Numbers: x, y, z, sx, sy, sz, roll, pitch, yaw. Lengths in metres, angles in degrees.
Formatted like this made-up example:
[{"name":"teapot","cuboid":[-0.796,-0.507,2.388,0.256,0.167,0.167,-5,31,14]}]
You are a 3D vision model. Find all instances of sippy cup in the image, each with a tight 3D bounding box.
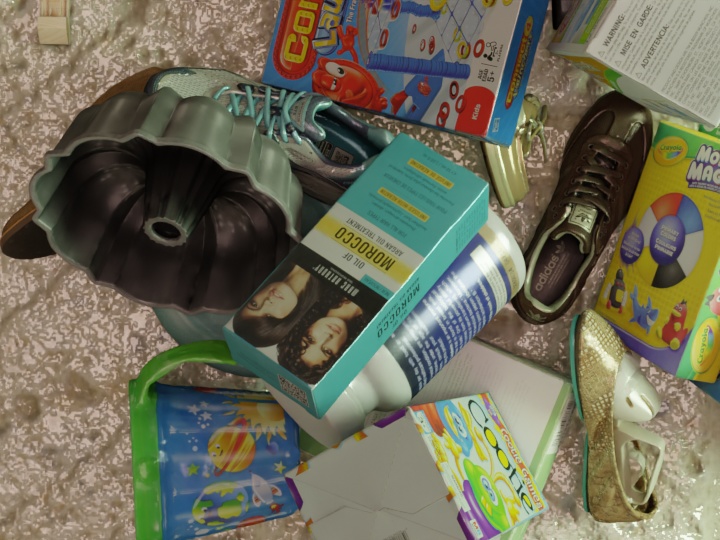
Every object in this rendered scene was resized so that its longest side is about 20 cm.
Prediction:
[{"name":"sippy cup","cuboid":[-0.115,0.149,1.029,0.130,0.178,0.140,-4,61,-10]}]

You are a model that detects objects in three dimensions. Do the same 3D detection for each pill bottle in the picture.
[{"name":"pill bottle","cuboid":[0.021,0.034,0.988,0.200,0.116,0.116,-44,94,-19]}]

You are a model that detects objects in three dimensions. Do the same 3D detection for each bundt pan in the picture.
[{"name":"bundt pan","cuboid":[-0.133,-0.056,0.951,0.201,0.202,0.076,12,53,-1]}]

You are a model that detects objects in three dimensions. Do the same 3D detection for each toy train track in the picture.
[{"name":"toy train track","cuboid":[-0.244,-0.280,1.031,0.114,0.033,0.201,1,96,0]}]

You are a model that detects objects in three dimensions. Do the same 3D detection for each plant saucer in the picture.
[{"name":"plant saucer","cuboid":[-0.082,-0.011,1.049,0.199,0.036,0.201,0,94,3]}]

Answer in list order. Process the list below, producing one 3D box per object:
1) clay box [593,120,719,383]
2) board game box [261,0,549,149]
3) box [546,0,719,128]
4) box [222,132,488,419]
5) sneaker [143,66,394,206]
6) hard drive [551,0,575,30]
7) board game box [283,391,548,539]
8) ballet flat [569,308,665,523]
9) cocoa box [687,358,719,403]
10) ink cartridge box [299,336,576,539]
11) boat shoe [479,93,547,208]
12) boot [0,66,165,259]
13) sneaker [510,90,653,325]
[{"name":"clay box","cuboid":[0.254,-0.029,0.999,0.047,0.115,0.201,9,103,-29]},{"name":"board game box","cuboid":[0.042,-0.213,0.984,0.195,0.056,0.201,16,96,26]},{"name":"box","cuboid":[0.212,-0.178,0.922,0.101,0.200,0.113,29,100,-4]},{"name":"box","cuboid":[0.000,0.000,0.913,0.082,0.049,0.200,32,67,21]},{"name":"sneaker","cuboid":[-0.062,-0.114,0.979,0.199,0.086,0.078,17,71,-18]},{"name":"hard drive","cuboid":[0.248,-0.266,1.029,0.199,0.033,0.140,-3,96,0]},{"name":"board game box","cuboid":[0.046,0.158,0.935,0.105,0.200,0.103,-30,77,17]},{"name":"ballet flat","cuboid":[0.205,0.117,1.021,0.065,0.071,0.200,6,128,27]},{"name":"cocoa box","cuboid":[0.376,0.065,1.010,0.199,0.133,0.132,18,96,-2]},{"name":"ink cartridge box","cuboid":[0.061,0.119,1.063,0.200,0.048,0.146,23,95,22]},{"name":"boat shoe","cuboid":[0.118,-0.150,1.021,0.062,0.073,0.201,-7,95,4]},{"name":"boot","cuboid":[-0.210,-0.084,1.044,0.200,0.074,0.076,-36,68,5]},{"name":"sneaker","cuboid":[0.181,-0.046,1.030,0.070,0.076,0.201,23,96,-2]}]
